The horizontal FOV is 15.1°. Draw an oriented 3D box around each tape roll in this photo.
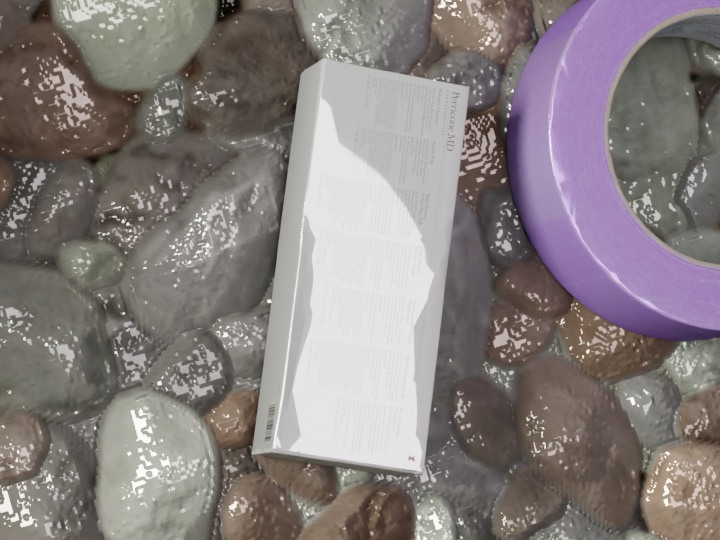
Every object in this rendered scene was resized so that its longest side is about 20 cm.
[{"bbox_3d":[0.181,-0.065,1.446,0.198,0.066,0.202,2,84,-18],"label":"tape roll"}]

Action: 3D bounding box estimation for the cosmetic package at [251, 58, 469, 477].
[{"bbox_3d":[0.000,0.000,1.388,0.082,0.051,0.202,10,81,-14],"label":"cosmetic package"}]
